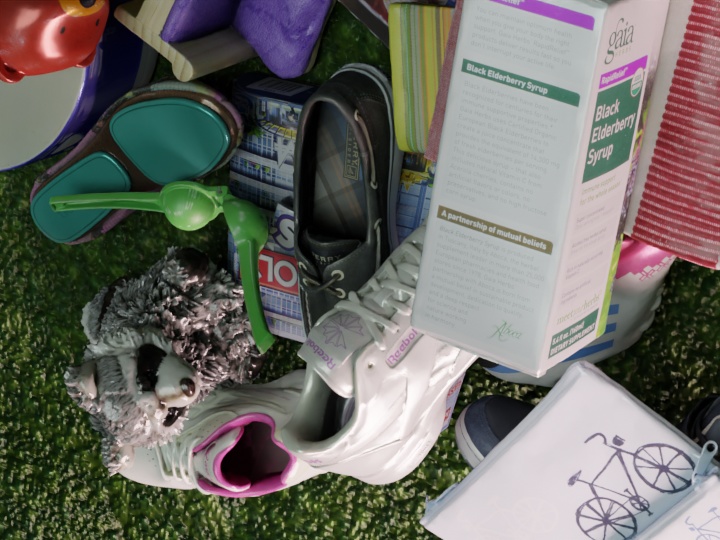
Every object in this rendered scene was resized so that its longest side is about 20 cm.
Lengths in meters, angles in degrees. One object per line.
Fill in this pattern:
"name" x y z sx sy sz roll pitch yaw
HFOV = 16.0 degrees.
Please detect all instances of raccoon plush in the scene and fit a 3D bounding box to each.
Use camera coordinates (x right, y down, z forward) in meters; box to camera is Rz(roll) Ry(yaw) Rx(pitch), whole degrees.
"raccoon plush" -0.144 0.067 1.560 0.097 0.134 0.200 53 150 -6

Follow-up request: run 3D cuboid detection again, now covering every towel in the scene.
"towel" 0.104 -0.095 1.365 0.200 0.018 0.086 9 113 31
"towel" 0.134 -0.093 1.324 0.200 0.023 0.144 23 116 23

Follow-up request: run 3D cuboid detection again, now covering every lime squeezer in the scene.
"lime squeezer" -0.098 -0.020 1.513 0.200 0.038 0.071 32 86 36

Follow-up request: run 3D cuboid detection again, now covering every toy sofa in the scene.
"toy sofa" -0.050 -0.201 1.468 0.098 0.083 0.200 39 121 16

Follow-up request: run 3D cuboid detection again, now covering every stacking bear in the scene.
"stacking bear" -0.197 -0.209 1.458 0.114 0.121 0.200 -9 96 39

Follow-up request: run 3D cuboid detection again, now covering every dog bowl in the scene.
"dog bowl" -0.227 -0.164 1.595 0.200 0.079 0.200 11 112 29

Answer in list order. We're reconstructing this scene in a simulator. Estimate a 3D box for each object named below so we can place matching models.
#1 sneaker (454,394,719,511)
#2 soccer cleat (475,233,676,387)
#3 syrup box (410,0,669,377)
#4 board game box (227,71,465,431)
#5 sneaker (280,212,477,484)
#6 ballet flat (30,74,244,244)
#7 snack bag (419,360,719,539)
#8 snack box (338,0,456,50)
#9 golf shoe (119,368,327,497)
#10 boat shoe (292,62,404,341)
"sneaker" 0.161 0.094 1.439 0.202 0.077 0.146 30 132 9
"soccer cleat" 0.142 -0.001 1.430 0.200 0.086 0.070 -43 38 41
"syrup box" 0.091 -0.058 1.299 0.081 0.079 0.200 20 114 24
"board game box" 0.000 0.000 1.523 0.200 0.062 0.200 14 113 27
"sneaker" 0.026 0.031 1.406 0.075 0.100 0.200 39 108 39
"ballet flat" -0.129 -0.077 1.567 0.069 0.071 0.200 50 136 -9
"snack bag" 0.150 0.154 1.423 0.200 0.021 0.189 39 135 -2
"snack box" 0.062 -0.129 1.417 0.200 0.024 0.072 45 122 21
"golf shoe" -0.091 0.106 1.599 0.200 0.092 0.075 -11 102 35
"boat shoe" -0.013 -0.018 1.452 0.069 0.057 0.200 12 112 28
